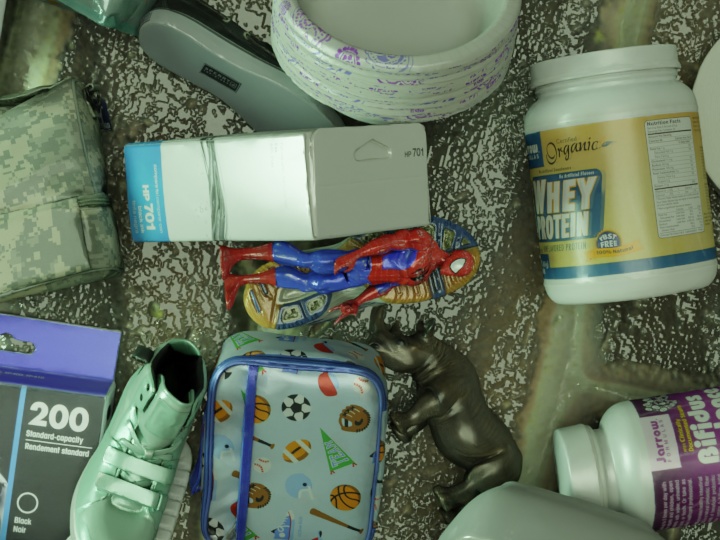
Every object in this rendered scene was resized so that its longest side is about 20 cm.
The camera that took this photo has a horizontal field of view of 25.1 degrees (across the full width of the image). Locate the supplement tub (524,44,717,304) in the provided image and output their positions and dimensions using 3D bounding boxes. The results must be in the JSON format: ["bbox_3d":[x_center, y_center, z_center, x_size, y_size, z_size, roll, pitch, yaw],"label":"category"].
[{"bbox_3d":[0.213,-0.078,1.340,0.144,0.145,0.200,-8,92,-2],"label":"supplement tub"}]

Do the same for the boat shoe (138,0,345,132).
[{"bbox_3d":[-0.092,-0.169,1.364,0.200,0.069,0.057,33,50,-15],"label":"boat shoe"}]

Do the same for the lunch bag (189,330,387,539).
[{"bbox_3d":[-0.061,0.152,1.345,0.160,0.076,0.200,5,112,-4],"label":"lunch bag"}]

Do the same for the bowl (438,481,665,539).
[{"bbox_3d":[0.155,0.244,1.335,0.200,0.200,0.075,16,59,-3],"label":"bowl"}]

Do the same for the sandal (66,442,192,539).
[{"bbox_3d":[-0.198,0.226,1.353,0.082,0.050,0.203,31,60,-2],"label":"sandal"}]

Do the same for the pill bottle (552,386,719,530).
[{"bbox_3d":[0.268,0.159,1.365,0.200,0.112,0.113,-9,92,-3],"label":"pill bottle"}]

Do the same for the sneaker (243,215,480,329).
[{"bbox_3d":[0.000,0.000,1.361,0.200,0.088,0.075,-11,87,-1],"label":"sneaker"}]

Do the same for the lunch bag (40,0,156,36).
[{"bbox_3d":[-0.247,-0.308,1.327,0.200,0.122,0.171,27,97,8],"label":"lunch bag"}]

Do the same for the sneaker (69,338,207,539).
[{"bbox_3d":[-0.178,0.147,1.300,0.074,0.118,0.201,19,60,-12],"label":"sneaker"}]

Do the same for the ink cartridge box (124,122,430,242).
[{"bbox_3d":[-0.066,-0.069,1.279,0.200,0.146,0.086,2,97,41],"label":"ink cartridge box"}]

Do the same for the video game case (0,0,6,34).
[{"bbox_3d":[-0.334,-0.245,1.292,0.023,0.182,0.200,-2,110,-44],"label":"video game case"}]

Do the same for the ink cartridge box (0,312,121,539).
[{"bbox_3d":[-0.314,0.135,1.372,0.198,0.043,0.200,8,90,-2],"label":"ink cartridge box"}]

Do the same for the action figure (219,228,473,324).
[{"bbox_3d":[-0.009,0.001,1.286,0.200,0.065,0.052,-7,48,-2],"label":"action figure"}]

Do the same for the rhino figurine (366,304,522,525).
[{"bbox_3d":[0.067,0.116,1.381,0.087,0.060,0.200,-30,90,-9],"label":"rhino figurine"}]

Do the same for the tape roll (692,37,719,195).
[{"bbox_3d":[0.380,-0.130,1.367,0.202,0.037,0.203,-3,79,14],"label":"tape roll"}]

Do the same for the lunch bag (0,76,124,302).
[{"bbox_3d":[-0.296,-0.059,1.319,0.200,0.139,0.168,-12,93,-3],"label":"lunch bag"}]

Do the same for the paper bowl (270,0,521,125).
[{"bbox_3d":[0.026,-0.197,1.321,0.200,0.104,0.201,3,49,-4],"label":"paper bowl"}]
